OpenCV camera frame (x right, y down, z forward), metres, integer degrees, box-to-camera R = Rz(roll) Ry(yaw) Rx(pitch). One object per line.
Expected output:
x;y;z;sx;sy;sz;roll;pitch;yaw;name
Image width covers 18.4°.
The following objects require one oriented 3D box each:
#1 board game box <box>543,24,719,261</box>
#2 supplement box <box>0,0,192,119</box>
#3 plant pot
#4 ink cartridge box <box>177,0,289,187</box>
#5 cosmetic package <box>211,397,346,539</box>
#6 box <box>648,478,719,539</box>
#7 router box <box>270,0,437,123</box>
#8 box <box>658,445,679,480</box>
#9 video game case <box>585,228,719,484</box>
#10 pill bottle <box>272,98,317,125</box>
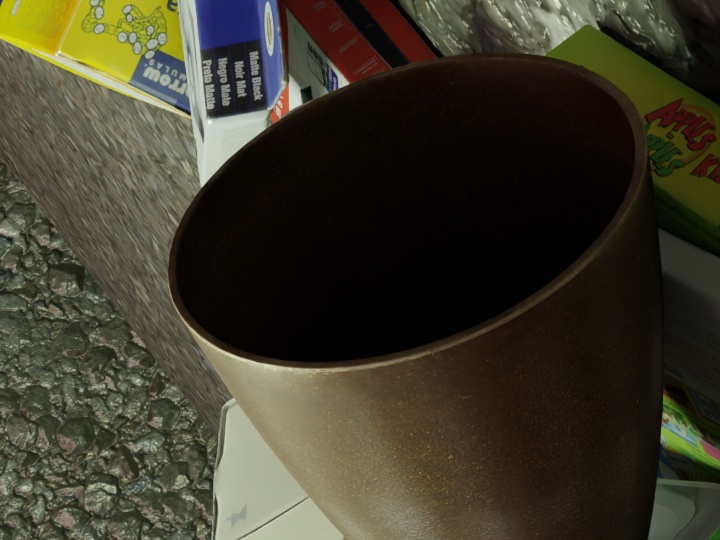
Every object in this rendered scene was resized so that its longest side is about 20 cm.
0.149;-0.015;0.916;0.200;0.047;0.102;41;162;47;board game box
-0.145;-0.170;1.385;0.108;0.110;0.200;23;-179;-24;supplement box
0.045;0.051;0.876;0.187;0.186;0.201;38;155;52;plant pot
-0.075;-0.161;1.176;0.200;0.040;0.201;117;147;-76;ink cartridge box
0.026;0.135;1.118;0.200;0.087;0.104;37;-145;-31;cosmetic package
0.134;0.194;1.014;0.176;0.097;0.201;0;128;52;box
0.015;-0.076;1.262;0.180;0.049;0.200;51;168;14;router box
0.147;0.093;1.100;0.201;0.099;0.095;57;168;-11;box
0.166;0.065;0.907;0.200;0.023;0.183;32;156;58;video game case
0.000;0.000;1.142;0.111;0.111;0.200;47;166;28;pill bottle
